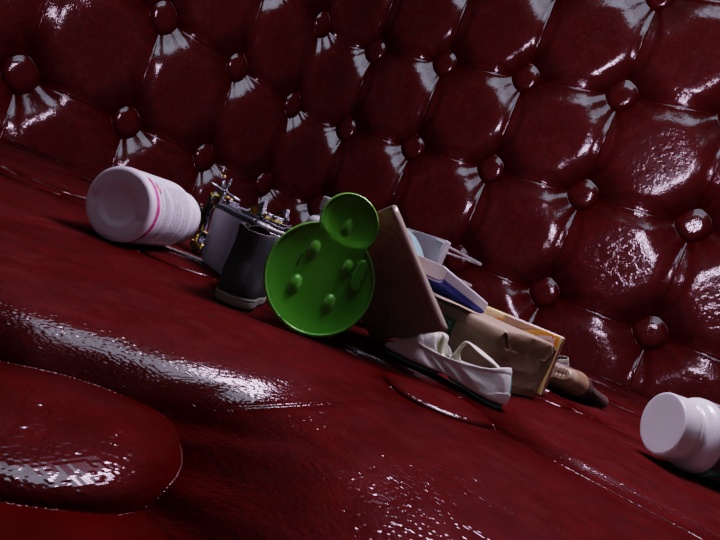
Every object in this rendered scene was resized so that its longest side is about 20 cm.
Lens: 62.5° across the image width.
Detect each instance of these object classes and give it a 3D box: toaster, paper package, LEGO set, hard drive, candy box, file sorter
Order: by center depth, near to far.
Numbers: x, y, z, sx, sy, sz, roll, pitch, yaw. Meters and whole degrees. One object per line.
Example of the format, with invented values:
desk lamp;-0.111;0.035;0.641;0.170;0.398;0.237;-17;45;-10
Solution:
hard drive;0.116;0.013;0.950;0.131;0.026;0.200;26;-3;33
paper package;0.201;0.127;1.032;0.189;0.105;0.199;20;4;-46
toaster;-0.160;-0.030;1.054;0.179;0.120;0.199;19;4;-38
candy box;0.280;0.145;1.152;0.198;0.117;0.055;23;4;22
LEGO set;-0.231;-0.081;1.173;0.199;0.156;0.115;28;-18;-28
file sorter;0.133;0.042;1.197;0.124;0.202;0.138;25;0;-32

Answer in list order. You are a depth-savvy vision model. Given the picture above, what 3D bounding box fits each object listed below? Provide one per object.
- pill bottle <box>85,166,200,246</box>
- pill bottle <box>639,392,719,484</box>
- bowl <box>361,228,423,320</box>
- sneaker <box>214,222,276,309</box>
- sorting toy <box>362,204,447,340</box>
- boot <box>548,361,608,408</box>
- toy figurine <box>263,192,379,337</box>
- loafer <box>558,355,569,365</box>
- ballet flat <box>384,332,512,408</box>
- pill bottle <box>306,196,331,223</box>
pill bottle;-0.345;-0.098;0.975;0.112;0.115;0.200;22;3;8
pill bottle;0.541;0.263;0.906;0.198;0.114;0.113;21;2;-10
bowl;0.011;-0.014;1.099;0.199;0.203;0.105;22;-5;25
sneaker;-0.154;-0.012;0.852;0.074;0.108;0.200;21;3;-11
sorting toy;0.038;0.009;0.877;0.036;0.187;0.199;-27;6;-32
boot;0.436;0.240;1.328;0.166;0.073;0.199;35;-7;-34
toy figurine;-0.061;-0.003;0.863;0.149;0.202;0.184;28;-11;-9
loafer;0.455;0.225;1.536;0.198;0.069;0.076;21;2;-14
ballet flat;0.128;0.126;0.850;0.198;0.070;0.069;23;3;31
pill bottle;-0.078;-0.051;1.275;0.110;0.202;0.111;21;3;-1
